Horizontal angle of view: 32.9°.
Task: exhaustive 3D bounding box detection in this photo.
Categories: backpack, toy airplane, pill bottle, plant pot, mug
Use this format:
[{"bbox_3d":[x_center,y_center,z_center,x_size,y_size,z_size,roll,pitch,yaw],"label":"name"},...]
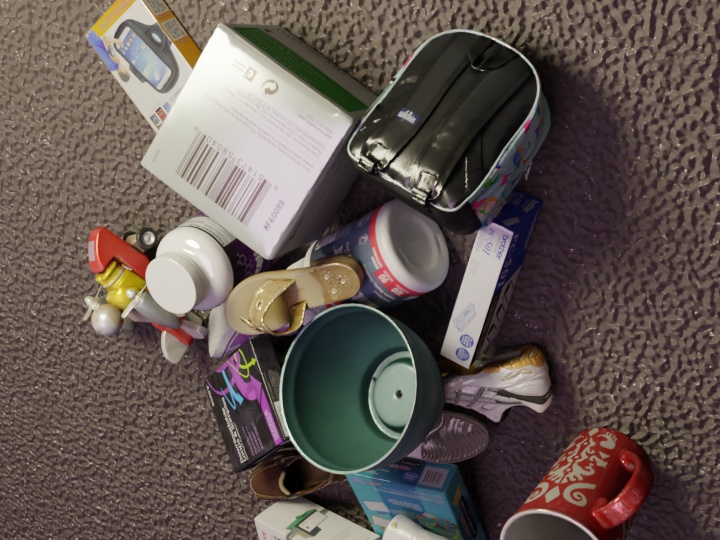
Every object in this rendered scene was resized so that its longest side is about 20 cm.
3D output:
[{"bbox_3d":[0.109,-0.154,1.332,0.177,0.151,0.200,32,88,26],"label":"backpack"},{"bbox_3d":[-0.314,0.053,1.726,0.199,0.141,0.200,37,147,23],"label":"toy airplane"},{"bbox_3d":[-0.184,-0.022,1.567,0.112,0.200,0.113,15,122,25],"label":"pill bottle"},{"bbox_3d":[0.000,0.000,1.519,0.200,0.120,0.120,-27,100,39],"label":"pill bottle"},{"bbox_3d":[0.021,0.148,1.486,0.200,0.134,0.201,-8,76,35],"label":"plant pot"},{"bbox_3d":[0.284,0.283,1.446,0.177,0.200,0.134,-10,109,35],"label":"mug"}]

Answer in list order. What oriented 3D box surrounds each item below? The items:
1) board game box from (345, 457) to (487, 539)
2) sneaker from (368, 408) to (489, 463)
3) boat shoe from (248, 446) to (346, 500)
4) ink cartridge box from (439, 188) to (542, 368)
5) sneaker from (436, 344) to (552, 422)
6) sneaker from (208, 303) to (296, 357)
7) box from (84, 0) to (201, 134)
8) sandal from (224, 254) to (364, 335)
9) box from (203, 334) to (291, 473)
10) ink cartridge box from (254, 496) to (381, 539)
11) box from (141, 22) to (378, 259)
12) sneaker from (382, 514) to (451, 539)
[{"bbox_3d":[0.079,0.325,1.652,0.151,0.047,0.200,7,140,29],"label":"board game box"},{"bbox_3d":[0.073,0.198,1.609,0.200,0.106,0.075,0,108,11],"label":"sneaker"},{"bbox_3d":[-0.097,0.293,1.761,0.202,0.075,0.075,-25,87,36],"label":"boat shoe"},{"bbox_3d":[0.154,0.010,1.445,0.044,0.094,0.200,26,126,17],"label":"ink cartridge box"},{"bbox_3d":[0.148,0.156,1.540,0.200,0.076,0.088,-11,109,36],"label":"sneaker"},{"bbox_3d":[-0.145,0.080,1.684,0.200,0.114,0.073,145,127,-66],"label":"sneaker"},{"bbox_3d":[-0.260,-0.262,1.588,0.119,0.041,0.200,-34,93,39],"label":"box"},{"bbox_3d":[-0.095,0.043,1.460,0.212,0.070,0.078,-21,113,30],"label":"sandal"},{"bbox_3d":[-0.150,0.187,1.673,0.200,0.036,0.143,-43,64,57],"label":"box"},{"bbox_3d":[-0.053,0.429,1.772,0.200,0.084,0.146,14,124,46],"label":"ink cartridge box"},{"bbox_3d":[-0.104,-0.156,1.434,0.199,0.171,0.200,36,109,9],"label":"box"},{"bbox_3d":[0.090,0.393,1.643,0.115,0.074,0.200,25,152,31],"label":"sneaker"}]
